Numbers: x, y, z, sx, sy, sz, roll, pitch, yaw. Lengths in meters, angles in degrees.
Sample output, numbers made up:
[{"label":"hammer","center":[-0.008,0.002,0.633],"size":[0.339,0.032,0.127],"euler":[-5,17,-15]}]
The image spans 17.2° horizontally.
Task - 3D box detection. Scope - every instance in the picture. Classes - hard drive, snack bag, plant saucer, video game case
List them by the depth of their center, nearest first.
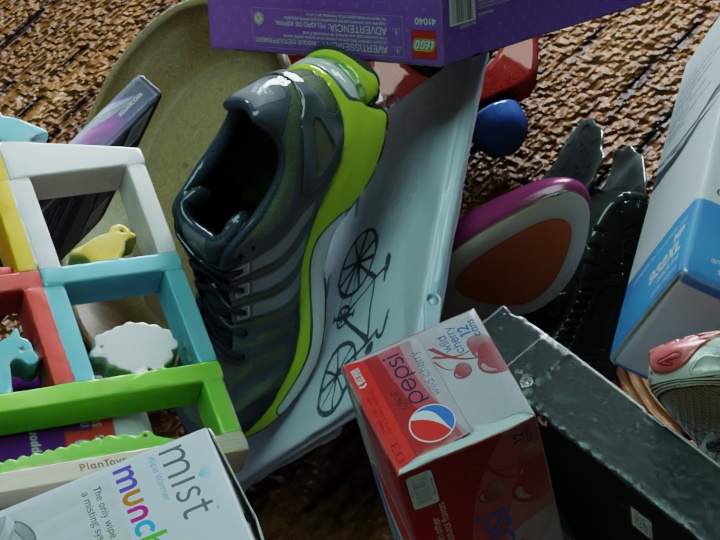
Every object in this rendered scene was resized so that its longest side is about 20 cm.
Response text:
[{"label":"hard drive","center":[0.126,0.116,1.034],"size":[0.038,0.140,0.200],"euler":[-39,55,-21]},{"label":"video game case","center":[-0.177,0.004,1.148],"size":[0.019,0.143,0.200],"euler":[41,59,2]},{"label":"snack bag","center":[0.000,0.000,1.153],"size":[0.021,0.200,0.189],"euler":[25,57,-21]},{"label":"plant saucer","center":[-0.086,-0.042,1.242],"size":[0.200,0.035,0.201],"euler":[-20,63,46]}]

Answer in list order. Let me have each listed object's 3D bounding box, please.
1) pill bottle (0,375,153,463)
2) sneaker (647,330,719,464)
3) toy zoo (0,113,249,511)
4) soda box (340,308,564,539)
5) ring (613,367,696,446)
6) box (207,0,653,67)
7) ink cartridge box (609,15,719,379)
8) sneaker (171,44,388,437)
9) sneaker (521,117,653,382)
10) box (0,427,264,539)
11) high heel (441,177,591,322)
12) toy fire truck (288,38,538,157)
[{"label":"pill bottle","center":[-0.193,0.105,1.041],"size":[0.199,0.113,0.113],"euler":[-3,43,-20]},{"label":"sneaker","center":[0.195,0.094,1.017],"size":[0.078,0.200,0.082],"euler":[-18,40,48]},{"label":"toy zoo","center":[-0.140,0.011,1.044],"size":[0.131,0.020,0.201],"euler":[-9,56,-23]},{"label":"soda box","center":[0.049,0.113,1.023],"size":[0.063,0.200,0.070],"euler":[-23,46,-7]},{"label":"ring","center":[0.218,0.033,1.179],"size":[0.199,0.019,0.201],"euler":[-7,46,7]},{"label":"box","center":[0.039,-0.138,1.167],"size":[0.136,0.039,0.200],"euler":[9,19,35]},{"label":"ink cartridge box","center":[0.216,-0.024,1.125],"size":[0.145,0.084,0.200],"euler":[23,52,-5]},{"label":"sneaker","center":[-0.057,-0.008,1.096],"size":[0.074,0.201,0.081],"euler":[31,26,34]},{"label":"sneaker","center":[0.094,0.018,1.194],"size":[0.200,0.060,0.104],"euler":[-61,22,-5]},{"label":"box","center":[-0.108,0.186,0.997],"size":[0.176,0.200,0.097],"euler":[-21,47,-7]},{"label":"high heel","center":[0.043,-0.013,1.165],"size":[0.200,0.067,0.096],"euler":[-40,39,41]},{"label":"toy fire truck","center":[0.012,-0.118,1.326],"size":[0.199,0.112,0.168],"euler":[-24,71,-7]}]
